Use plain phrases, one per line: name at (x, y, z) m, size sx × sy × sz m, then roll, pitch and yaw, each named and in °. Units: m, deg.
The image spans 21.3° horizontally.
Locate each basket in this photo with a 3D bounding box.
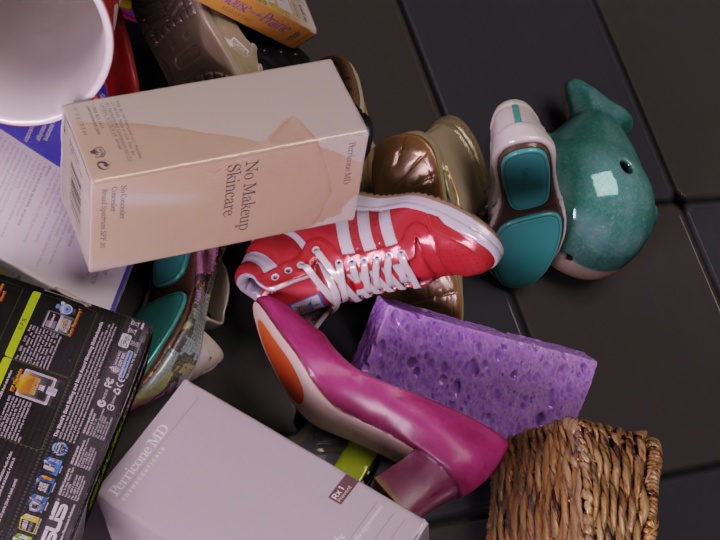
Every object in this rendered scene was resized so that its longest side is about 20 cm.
basket at (0.183, 0.221, 1.408) m, size 0.148 × 0.142 × 0.202 m, roll 19°, pitch 65°, yaw -25°

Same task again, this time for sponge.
sponge at (0.078, 0.095, 1.458) m, size 0.198 × 0.113 × 0.030 m, roll 16°, pitch 12°, yaw -28°

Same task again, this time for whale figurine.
whale figurine at (0.204, -0.091, 1.661) m, size 0.158 × 0.104 × 0.201 m, roll 32°, pitch 49°, yaw -15°

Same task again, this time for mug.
mug at (-0.225, -0.192, 1.363) m, size 0.132 × 0.179 × 0.201 m, roll 0°, pitch 35°, yaw 3°

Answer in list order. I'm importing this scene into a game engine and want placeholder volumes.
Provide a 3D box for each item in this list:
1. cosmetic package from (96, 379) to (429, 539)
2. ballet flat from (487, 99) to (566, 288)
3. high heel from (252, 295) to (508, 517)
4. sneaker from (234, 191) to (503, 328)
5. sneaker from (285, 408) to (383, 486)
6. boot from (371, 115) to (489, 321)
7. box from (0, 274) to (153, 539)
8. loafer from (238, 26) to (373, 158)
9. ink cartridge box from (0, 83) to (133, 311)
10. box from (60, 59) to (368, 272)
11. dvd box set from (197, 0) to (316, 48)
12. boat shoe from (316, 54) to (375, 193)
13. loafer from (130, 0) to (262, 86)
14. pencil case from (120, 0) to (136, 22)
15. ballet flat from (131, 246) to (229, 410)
cosmetic package at (-0.063, 0.170, 1.248) m, size 0.199 × 0.090 × 0.107 m, roll 28°, pitch 63°, yaw 18°
ballet flat at (0.129, -0.065, 1.541) m, size 0.069 × 0.201 × 0.070 m, roll -2°, pitch 56°, yaw 3°
high heel at (0.010, 0.081, 1.344) m, size 0.096 × 0.068 × 0.201 m, roll -33°, pitch 77°, yaw -21°
sneaker at (0.000, 0.000, 1.379) m, size 0.113 × 0.198 × 0.071 m, roll -59°, pitch 141°, yaw -28°
sneaker at (-0.054, 0.171, 1.346) m, size 0.080 × 0.074 × 0.200 m, roll 28°, pitch 49°, yaw 9°
boot at (0.060, -0.018, 1.524) m, size 0.155 × 0.072 × 0.202 m, roll -35°, pitch 120°, yaw -70°
box at (-0.250, 0.091, 1.216) m, size 0.191 × 0.048 × 0.201 m, roll 16°, pitch 51°, yaw 0°
loafer at (-0.060, -0.127, 1.488) m, size 0.068 × 0.071 × 0.201 m, roll 3°, pitch 30°, yaw -37°
ink cartridge box at (-0.242, -0.078, 1.368) m, size 0.199 × 0.047 × 0.199 m, roll 33°, pitch 46°, yaw -18°
box at (-0.102, -0.074, 1.323) m, size 0.198 × 0.095 × 0.078 m, roll -13°, pitch 51°, yaw -18°
dvd box set at (-0.116, -0.257, 1.441) m, size 0.199 × 0.029 × 0.147 m, roll 18°, pitch 46°, yaw -59°
boat shoe at (-0.015, -0.072, 1.525) m, size 0.076 × 0.071 × 0.202 m, roll 33°, pitch 50°, yaw -47°
loafer at (-0.103, -0.141, 1.440) m, size 0.068 × 0.075 × 0.202 m, roll -15°, pitch 82°, yaw -58°
pencil case at (-0.158, -0.295, 1.533) m, size 0.088 × 0.088 × 0.202 m, roll 19°, pitch 56°, yaw -26°
ballet flat at (-0.126, 0.029, 1.379) m, size 0.071 × 0.069 × 0.201 m, roll 43°, pitch 43°, yaw -33°
